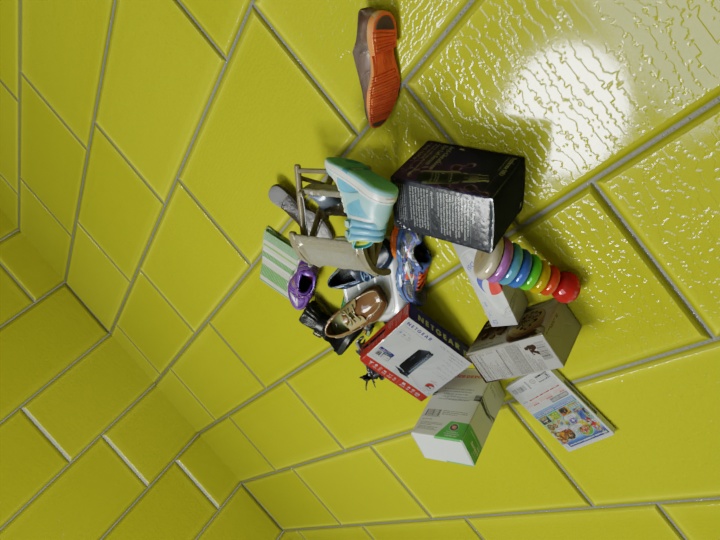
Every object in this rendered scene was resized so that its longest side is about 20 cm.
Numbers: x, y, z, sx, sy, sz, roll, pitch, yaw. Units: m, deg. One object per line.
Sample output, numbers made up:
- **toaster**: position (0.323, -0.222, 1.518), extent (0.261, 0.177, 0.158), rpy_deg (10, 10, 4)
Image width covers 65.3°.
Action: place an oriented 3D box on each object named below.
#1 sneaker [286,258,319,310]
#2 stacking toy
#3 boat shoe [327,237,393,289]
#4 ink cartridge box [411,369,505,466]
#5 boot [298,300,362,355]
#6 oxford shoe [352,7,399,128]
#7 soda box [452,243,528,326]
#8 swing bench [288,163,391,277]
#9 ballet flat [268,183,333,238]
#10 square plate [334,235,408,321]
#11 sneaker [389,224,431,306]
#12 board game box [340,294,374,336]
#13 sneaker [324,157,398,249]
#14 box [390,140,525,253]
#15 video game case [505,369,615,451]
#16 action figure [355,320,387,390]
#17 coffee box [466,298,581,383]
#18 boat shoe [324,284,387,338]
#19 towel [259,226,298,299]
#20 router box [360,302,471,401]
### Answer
- **sneaker**: position (-0.154, 0.043, 1.466), extent (0.078, 0.086, 0.203), rpy_deg (12, 139, -7)
- **stacking toy**: position (0.301, 0.007, 0.999), extent (0.194, 0.088, 0.086), rpy_deg (22, 142, -11)
- **boat shoe**: position (0.000, 0.000, 1.247), extent (0.199, 0.068, 0.086), rpy_deg (-42, 78, 42)
- **ink cartridge box**: position (0.227, 0.329, 1.285), extent (0.143, 0.201, 0.086), rpy_deg (-8, 123, 45)
- **boot**: position (-0.085, 0.143, 1.480), extent (0.158, 0.080, 0.211), rpy_deg (44, 158, 1)
- **oxford shoe**: position (0.024, -0.358, 0.998), extent (0.073, 0.070, 0.206), rpy_deg (39, 141, 39)
- **soda box**: position (0.253, 0.006, 1.087), extent (0.062, 0.068, 0.204), rpy_deg (-10, 115, 46)
- **swing bench**: position (-0.037, -0.101, 1.144), extent (0.193, 0.128, 0.209), rpy_deg (8, 92, 36)
- **ballet flat**: position (-0.140, -0.134, 1.355), extent (0.198, 0.046, 0.068), rpy_deg (41, 110, -1)
- **square plate**: position (0.020, 0.025, 1.306), extent (0.193, 0.028, 0.208), rpy_deg (1, 106, 41)
- **sneaker**: position (0.117, -0.006, 1.201), extent (0.076, 0.076, 0.205), rpy_deg (8, 130, 33)
- **board game box**: position (0.005, 0.076, 1.415), extent (0.103, 0.023, 0.203), rpy_deg (36, 141, 17)
- **sneaker**: position (-0.015, -0.118, 1.005), extent (0.200, 0.077, 0.135), rpy_deg (43, 129, 48)
- **box**: position (0.170, -0.134, 0.979), extent (0.195, 0.148, 0.107), rpy_deg (16, 134, 30)
- **video game case**: position (0.428, 0.297, 1.216), extent (0.200, 0.018, 0.144), rpy_deg (44, 141, 4)
- **action figure**: position (0.052, 0.203, 1.402), extent (0.103, 0.116, 0.203), rpy_deg (57, 131, 36)
- **coffee box**: position (0.317, 0.141, 1.107), extent (0.081, 0.113, 0.198), rpy_deg (51, 142, -8)
- **boat shoe**: position (-0.013, 0.106, 1.295), extent (0.077, 0.073, 0.199), rpy_deg (56, 133, 9)
- **towel**: position (-0.212, -0.008, 1.545), extent (0.150, 0.023, 0.204), rpy_deg (33, 138, 15)
- **router box**: position (0.126, 0.192, 1.288), extent (0.197, 0.050, 0.179), rpy_deg (34, 124, -17)
